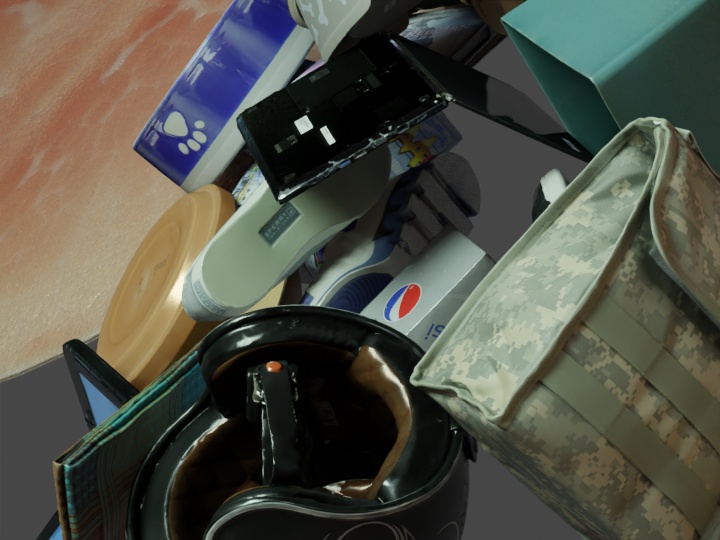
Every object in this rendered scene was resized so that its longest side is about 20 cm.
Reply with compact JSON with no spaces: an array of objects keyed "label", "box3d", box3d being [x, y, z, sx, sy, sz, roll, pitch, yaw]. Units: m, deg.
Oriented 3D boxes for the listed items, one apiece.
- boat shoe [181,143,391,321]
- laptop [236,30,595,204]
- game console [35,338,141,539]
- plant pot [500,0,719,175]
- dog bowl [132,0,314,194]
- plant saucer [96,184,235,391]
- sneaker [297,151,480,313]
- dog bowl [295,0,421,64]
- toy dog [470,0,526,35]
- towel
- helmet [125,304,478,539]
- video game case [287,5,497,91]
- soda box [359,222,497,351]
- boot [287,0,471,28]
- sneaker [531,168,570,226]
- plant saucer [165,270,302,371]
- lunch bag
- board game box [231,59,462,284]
[{"label":"boat shoe","box3d":[-0.058,-0.035,1.172,0.201,0.070,0.071,-44,8,-32]},{"label":"laptop","box3d":[0.033,-0.090,1.126,0.199,0.104,0.177,-30,25,-1]},{"label":"game console","box3d":[-0.206,0.172,1.223,0.116,0.178,0.200,-24,25,-22]},{"label":"plant pot","box3d":[0.227,-0.153,1.063,0.199,0.142,0.141,-38,31,-1]},{"label":"dog bowl","box3d":[-0.117,-0.166,1.466,0.201,0.078,0.200,-53,8,11]},{"label":"plant saucer","box3d":[-0.171,0.016,1.380,0.200,0.032,0.201,-48,25,30]},{"label":"sneaker","box3d":[0.000,-0.001,1.217,0.115,0.081,0.200,-5,43,52]},{"label":"dog bowl","box3d":[0.035,-0.235,1.212,0.199,0.059,0.200,-39,-4,-3]},{"label":"toy dog","box3d":[0.173,-0.191,1.235,0.131,0.096,0.201,-34,45,4]},{"label":"towel","box3d":[-0.127,0.141,1.056,0.021,0.148,0.200,8,25,25]},{"label":"helmet","box3d":[-0.036,0.135,0.980,0.192,0.198,0.201,111,173,-47]},{"label":"video game case","box3d":[0.025,-0.170,1.329,0.141,0.019,0.200,-3,28,30]},{"label":"soda box","box3d":[0.022,0.067,1.114,0.200,0.063,0.068,-46,29,0]},{"label":"boot","box3d":[0.052,-0.246,1.363,0.198,0.074,0.150,-15,14,-33]},{"label":"sneaker","box3d":[0.114,0.021,1.048,0.111,0.073,0.201,-34,34,15]},{"label":"plant saucer","box3d":[-0.100,0.062,1.261,0.200,0.035,0.201,-45,26,29]},{"label":"lunch bag","box3d":[0.157,0.038,0.888,0.201,0.164,0.117,-52,26,-11]},{"label":"board game box","box3d":[-0.021,-0.086,1.346,0.199,0.062,0.201,2,55,52]}]
